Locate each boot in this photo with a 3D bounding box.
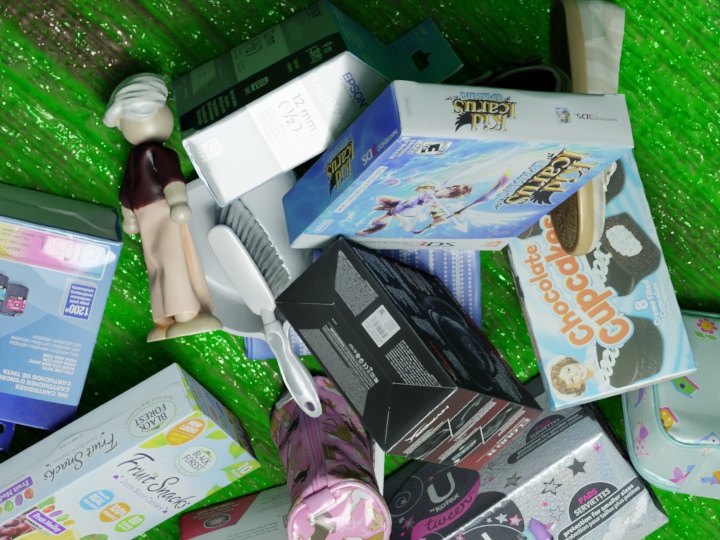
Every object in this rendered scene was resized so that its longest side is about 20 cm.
[{"bbox_3d":[0.062,-0.103,1.360,0.200,0.146,0.070,-26,86,-3],"label":"boot"}]

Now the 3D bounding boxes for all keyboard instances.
[{"bbox_3d":[0.011,0.156,1.507,0.011,0.056,0.200,-3,118,-9],"label":"keyboard"}]

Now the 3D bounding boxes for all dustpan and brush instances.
[{"bbox_3d":[-0.075,0.021,1.413,0.139,0.057,0.200,-22,109,23],"label":"dustpan and brush"}]

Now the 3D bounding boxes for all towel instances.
[{"bbox_3d":[0.000,0.000,1.467,0.200,0.024,0.145,-6,114,-6],"label":"towel"}]

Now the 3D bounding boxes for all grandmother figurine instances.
[{"bbox_3d":[-0.151,-0.049,1.374,0.060,0.121,0.200,-9,89,-38],"label":"grandmother figurine"}]

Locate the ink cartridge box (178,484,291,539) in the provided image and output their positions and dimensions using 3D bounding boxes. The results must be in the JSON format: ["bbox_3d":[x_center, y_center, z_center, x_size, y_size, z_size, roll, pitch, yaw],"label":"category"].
[{"bbox_3d":[-0.064,0.261,1.470,0.145,0.200,0.084,-16,114,-1],"label":"ink cartridge box"}]

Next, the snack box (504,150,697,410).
[{"bbox_3d":[0.178,-0.001,1.431,0.116,0.037,0.200,-15,81,-2],"label":"snack box"}]

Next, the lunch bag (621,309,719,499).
[{"bbox_3d":[0.313,0.110,1.491,0.200,0.161,0.077,9,137,-13],"label":"lunch bag"}]

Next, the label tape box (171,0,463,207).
[{"bbox_3d":[-0.036,-0.140,1.335,0.200,0.143,0.066,-30,114,5],"label":"label tape box"}]

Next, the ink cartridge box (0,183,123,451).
[{"bbox_3d":[-0.273,0.040,1.415,0.136,0.076,0.200,13,112,-14],"label":"ink cartridge box"}]

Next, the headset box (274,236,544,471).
[{"bbox_3d":[0.044,0.068,1.379,0.077,0.149,0.200,-42,157,12],"label":"headset box"}]

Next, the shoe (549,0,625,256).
[{"bbox_3d":[0.177,-0.111,1.392,0.053,0.070,0.200,0,87,-14],"label":"shoe"}]

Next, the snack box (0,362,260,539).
[{"bbox_3d":[-0.196,0.164,1.452,0.200,0.053,0.142,-30,152,4],"label":"snack box"}]

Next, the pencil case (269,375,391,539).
[{"bbox_3d":[-0.025,0.158,1.432,0.086,0.200,0.083,22,108,-16],"label":"pencil case"}]

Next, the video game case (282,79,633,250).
[{"bbox_3d":[0.065,-0.069,1.299,0.181,0.200,0.046,-1,70,-25],"label":"video game case"}]

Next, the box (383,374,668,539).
[{"bbox_3d":[0.128,0.193,1.507,0.200,0.132,0.115,-36,115,7],"label":"box"}]
